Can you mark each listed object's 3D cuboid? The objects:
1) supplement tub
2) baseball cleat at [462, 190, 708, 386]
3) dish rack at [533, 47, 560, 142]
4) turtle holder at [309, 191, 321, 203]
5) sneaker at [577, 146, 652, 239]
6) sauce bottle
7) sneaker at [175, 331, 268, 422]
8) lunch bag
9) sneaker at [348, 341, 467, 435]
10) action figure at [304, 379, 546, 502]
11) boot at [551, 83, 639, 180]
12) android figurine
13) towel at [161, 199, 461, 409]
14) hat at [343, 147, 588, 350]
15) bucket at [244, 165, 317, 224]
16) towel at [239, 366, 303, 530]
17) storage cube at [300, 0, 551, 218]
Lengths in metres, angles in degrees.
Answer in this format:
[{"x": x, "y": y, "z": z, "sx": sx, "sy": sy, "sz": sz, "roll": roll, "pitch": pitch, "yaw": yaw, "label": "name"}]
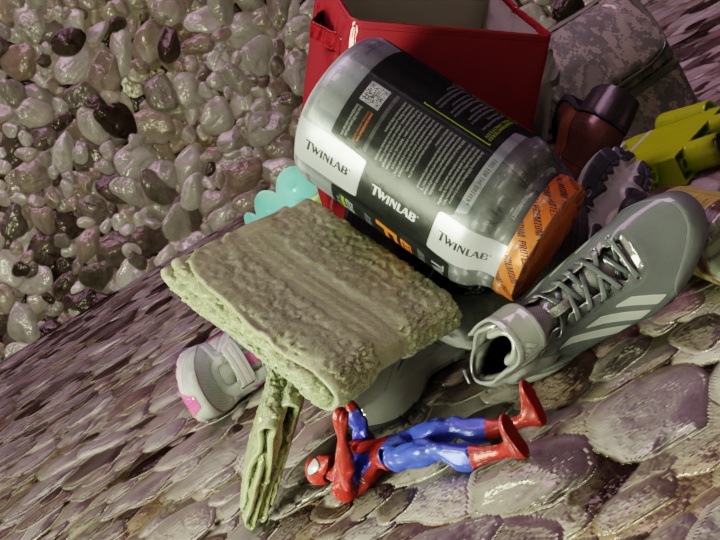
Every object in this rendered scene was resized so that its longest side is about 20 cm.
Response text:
[{"x": 0.058, "y": -0.073, "z": 0.845, "sx": 0.123, "sy": 0.199, "sz": 0.123, "roll": -47, "pitch": -19, "yaw": -22, "label": "supplement tub"}, {"x": 0.150, "y": 0.024, "z": 0.784, "sx": 0.106, "sy": 0.070, "sz": 0.200, "roll": -13, "pitch": -30, "yaw": -52, "label": "baseball cleat"}, {"x": 0.169, "y": -0.127, "z": 1.212, "sx": 0.043, "sy": 0.201, "sz": 0.173, "roll": 18, "pitch": 57, "yaw": 18, "label": "dish rack"}, {"x": -0.004, "y": 0.007, "z": 1.082, "sx": 0.184, "sy": 0.133, "sz": 0.142, "roll": -27, "pitch": -22, "yaw": -22, "label": "turtle holder"}, {"x": 0.191, "y": -0.021, "z": 1.003, "sx": 0.200, "sy": 0.077, "sz": 0.080, "roll": -44, "pitch": -17, "yaw": -29, "label": "sneaker"}, {"x": 0.250, "y": -0.032, "z": 0.872, "sx": 0.064, "sy": 0.065, "sz": 0.200, "roll": -30, "pitch": 10, "yaw": -1, "label": "sauce bottle"}, {"x": -0.131, "y": 0.094, "z": 1.272, "sx": 0.087, "sy": 0.082, "sz": 0.200, "roll": -25, "pitch": 13, "yaw": 32, "label": "sneaker"}, {"x": 0.270, "y": -0.217, "z": 1.345, "sx": 0.199, "sy": 0.169, "sz": 0.139, "roll": -34, "pitch": 12, "yaw": -15, "label": "lunch bag"}, {"x": 0.039, "y": 0.055, "z": 0.982, "sx": 0.074, "sy": 0.088, "sz": 0.200, "roll": -23, "pitch": 13, "yaw": 40, "label": "sneaker"}, {"x": 0.022, "y": 0.104, "z": 0.807, "sx": 0.198, "sy": 0.100, "sz": 0.065, "roll": -25, "pitch": 10, "yaw": 37, "label": "action figure"}, {"x": 0.193, "y": -0.075, "z": 1.145, "sx": 0.202, "sy": 0.068, "sz": 0.188, "roll": -60, "pitch": 11, "yaw": -4, "label": "boot"}, {"x": 0.298, "y": -0.115, "z": 1.166, "sx": 0.199, "sy": 0.041, "sz": 0.182, "roll": -15, "pitch": 20, "yaw": 50, "label": "android figurine"}, {"x": -0.037, "y": 0.018, "z": 0.847, "sx": 0.147, "sy": 0.037, "sz": 0.199, "roll": -29, "pitch": 45, "yaw": -33, "label": "towel"}, {"x": 0.089, "y": -0.030, "z": 0.936, "sx": 0.199, "sy": 0.203, "sz": 0.081, "roll": -28, "pitch": -14, "yaw": 9, "label": "hat"}, {"x": -0.012, "y": -0.043, "z": 1.259, "sx": 0.205, "sy": 0.136, "sz": 0.208, "roll": -28, "pitch": -15, "yaw": -8, "label": "bucket"}, {"x": -0.059, "y": 0.089, "z": 0.914, "sx": 0.202, "sy": 0.036, "sz": 0.150, "roll": -75, "pitch": 2, "yaw": -48, "label": "towel"}, {"x": 0.045, "y": -0.154, "z": 1.022, "sx": 0.196, "sy": 0.183, "sz": 0.172, "roll": 1, "pitch": 28, "yaw": -14, "label": "storage cube"}]
